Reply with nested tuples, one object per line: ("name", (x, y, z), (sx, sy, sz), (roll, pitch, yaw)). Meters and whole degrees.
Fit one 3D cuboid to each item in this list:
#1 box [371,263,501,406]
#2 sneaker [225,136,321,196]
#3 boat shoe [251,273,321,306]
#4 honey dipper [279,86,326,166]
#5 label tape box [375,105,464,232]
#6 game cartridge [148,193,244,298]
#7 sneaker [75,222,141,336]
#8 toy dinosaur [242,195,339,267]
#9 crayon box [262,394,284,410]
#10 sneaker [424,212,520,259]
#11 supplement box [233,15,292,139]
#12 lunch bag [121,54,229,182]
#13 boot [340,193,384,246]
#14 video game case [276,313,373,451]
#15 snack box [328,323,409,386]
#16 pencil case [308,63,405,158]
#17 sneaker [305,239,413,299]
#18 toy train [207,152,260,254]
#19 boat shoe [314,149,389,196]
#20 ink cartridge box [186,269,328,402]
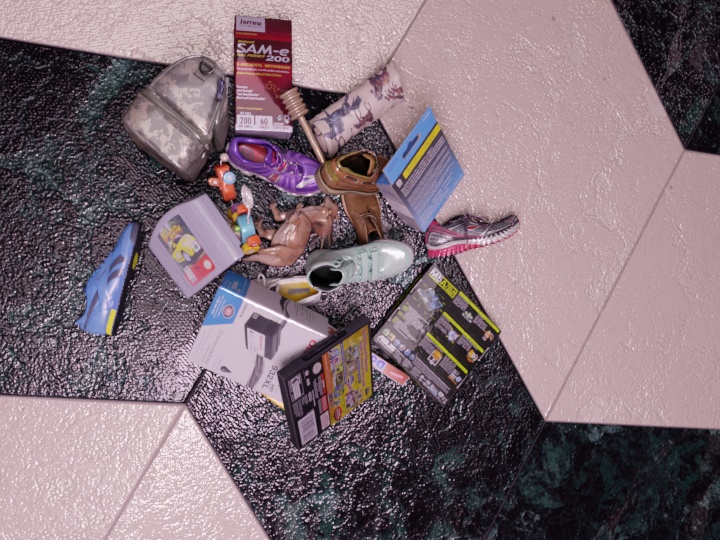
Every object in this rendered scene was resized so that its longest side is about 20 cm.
("box", (0.147, 0.124, 1.150), (0.200, 0.047, 0.194), (42, 79, -8))
("sneaker", (-0.149, -0.190, 1.067), (0.195, 0.083, 0.083), (13, 87, -15))
("boat shoe", (-0.160, 0.046, 1.057), (0.197, 0.086, 0.077), (-6, 80, -13))
("honey dipper", (-0.085, -0.227, 1.057), (0.037, 0.038, 0.203), (-28, 103, -11))
("label tape box", (0.101, -0.187, 1.076), (0.145, 0.063, 0.200), (-54, 141, -9))
("game cartridge", (-0.284, -0.041, 0.989), (0.041, 0.199, 0.135), (-36, 94, -45))
("sneaker", (-0.436, 0.009, 1.013), (0.077, 0.066, 0.205), (16, 86, -8))
("toy dinosaur", (-0.121, -0.058, 1.080), (0.200, 0.086, 0.135), (-45, 134, 7))
("crayon box", (-0.124, 0.189, 1.087), (0.198, 0.052, 0.127), (37, 82, -9))
("sneaker", (0.221, -0.079, 1.150), (0.195, 0.081, 0.077), (-14, 91, -12))
("supplement box", (-0.178, -0.350, 1.074), (0.106, 0.061, 0.206), (-1, 89, -13))
("lunch bag", (-0.289, -0.256, 0.979), (0.138, 0.200, 0.170), (35, 84, -10))
("boot", (0.014, -0.100, 1.108), (0.072, 0.075, 0.205), (-16, 92, -10))
("video game case", (-0.053, 0.194, 1.004), (0.179, 0.025, 0.203), (-31, 138, -27))
("snack box", (-0.002, 0.152, 1.103), (0.198, 0.072, 0.025), (34, 83, -10))
("pencil case", (-0.009, -0.297, 1.099), (0.199, 0.089, 0.078), (-39, 88, -7))
("sneaker", (0.000, 0.000, 1.018), (0.195, 0.119, 0.076), (-7, 108, 2))
("toy train", (-0.226, -0.109, 1.010), (0.054, 0.200, 0.154), (-16, 117, -17))
("boat shoe", (0.007, -0.179, 1.061), (0.198, 0.068, 0.073), (-24, 82, -49))
("ink cartridge box", (-0.169, 0.115, 0.989), (0.197, 0.084, 0.147), (26, 104, -11))
